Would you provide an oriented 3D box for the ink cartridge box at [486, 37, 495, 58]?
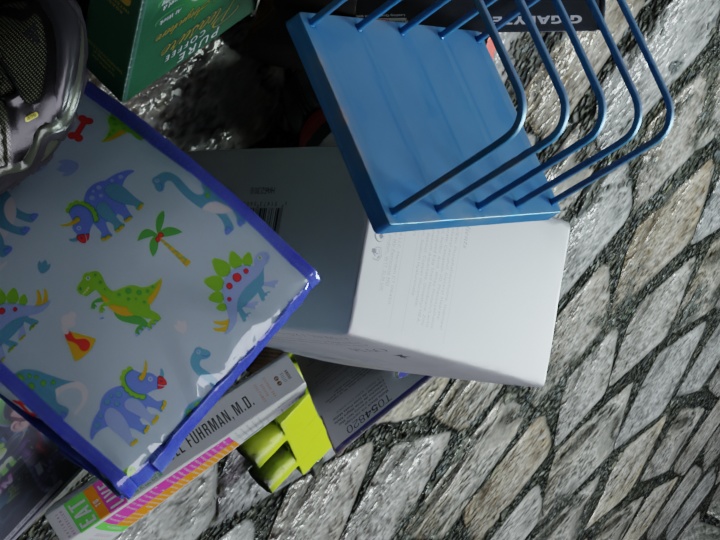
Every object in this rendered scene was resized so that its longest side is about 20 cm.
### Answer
[{"bbox_3d":[0.071,-0.159,1.265,0.200,0.057,0.163,-30,145,-35],"label":"ink cartridge box"}]

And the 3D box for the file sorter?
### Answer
[{"bbox_3d":[0.082,-0.114,0.935,0.122,0.139,0.200,-31,166,34],"label":"file sorter"}]

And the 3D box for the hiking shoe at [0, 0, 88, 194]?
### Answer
[{"bbox_3d":[-0.220,-0.073,0.803,0.200,0.076,0.101,-54,159,-1],"label":"hiking shoe"}]

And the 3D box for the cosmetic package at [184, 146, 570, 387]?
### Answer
[{"bbox_3d":[0.000,0.000,1.053,0.199,0.199,0.124,15,81,-44],"label":"cosmetic package"}]

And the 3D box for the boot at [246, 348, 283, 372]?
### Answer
[{"bbox_3d":[-0.081,0.002,1.154,0.200,0.077,0.156,10,110,-61],"label":"boot"}]

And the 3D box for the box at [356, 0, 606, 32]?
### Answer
[{"bbox_3d":[0.063,-0.224,1.009,0.159,0.199,0.046,82,10,-57],"label":"box"}]

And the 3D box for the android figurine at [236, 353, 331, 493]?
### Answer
[{"bbox_3d":[-0.033,0.111,1.419,0.200,0.041,0.182,-48,154,-15],"label":"android figurine"}]

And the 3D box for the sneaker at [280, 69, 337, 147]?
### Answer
[{"bbox_3d":[0.011,-0.103,1.149,0.071,0.098,0.200,-46,149,19],"label":"sneaker"}]

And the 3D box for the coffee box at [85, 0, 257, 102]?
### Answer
[{"bbox_3d":[-0.094,-0.193,0.862,0.123,0.044,0.200,-43,168,-31],"label":"coffee box"}]

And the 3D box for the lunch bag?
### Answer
[{"bbox_3d":[-0.148,0.011,0.891,0.170,0.200,0.128,-49,156,-15],"label":"lunch bag"}]

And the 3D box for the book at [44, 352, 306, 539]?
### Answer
[{"bbox_3d":[-0.129,0.132,1.124,0.199,0.048,0.134,-33,176,-6],"label":"book"}]

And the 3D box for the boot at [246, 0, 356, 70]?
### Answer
[{"bbox_3d":[-0.032,-0.184,0.989,0.200,0.073,0.076,124,-30,-74],"label":"boot"}]

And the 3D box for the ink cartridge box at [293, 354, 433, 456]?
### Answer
[{"bbox_3d":[0.037,0.031,1.206,0.199,0.200,0.041,-39,127,11],"label":"ink cartridge box"}]

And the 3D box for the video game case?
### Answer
[{"bbox_3d":[-0.253,0.130,1.062,0.200,0.023,0.182,-47,154,-19],"label":"video game case"}]
